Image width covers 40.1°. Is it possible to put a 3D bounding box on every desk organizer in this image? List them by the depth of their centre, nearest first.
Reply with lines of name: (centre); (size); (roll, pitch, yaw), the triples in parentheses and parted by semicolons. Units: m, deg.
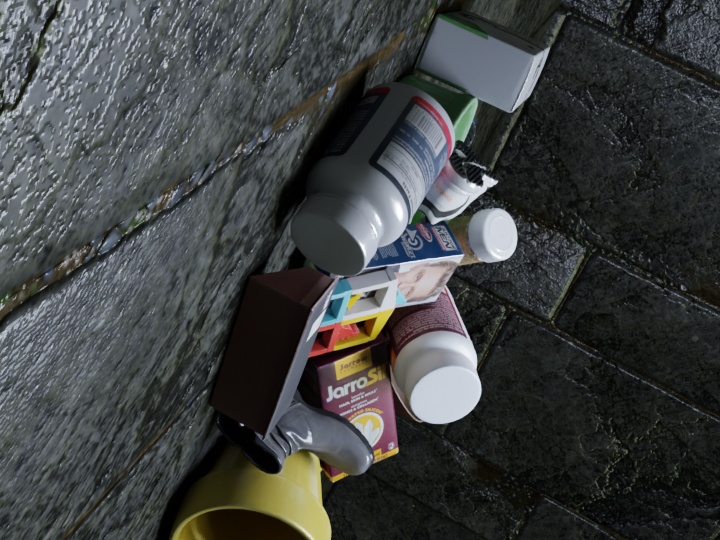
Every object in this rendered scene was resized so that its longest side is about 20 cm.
desk organizer: (-0.099, 0.083, 1.091); (0.072, 0.077, 0.201); (-51, 166, -54)

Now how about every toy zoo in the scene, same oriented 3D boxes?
toy zoo: (-0.032, 0.057, 1.204); (0.198, 0.021, 0.132); (-13, 147, -24)

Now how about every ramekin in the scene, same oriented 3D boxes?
ramekin: (0.066, -0.156, 1.297); (0.201, 0.097, 0.200); (-60, 172, -14)

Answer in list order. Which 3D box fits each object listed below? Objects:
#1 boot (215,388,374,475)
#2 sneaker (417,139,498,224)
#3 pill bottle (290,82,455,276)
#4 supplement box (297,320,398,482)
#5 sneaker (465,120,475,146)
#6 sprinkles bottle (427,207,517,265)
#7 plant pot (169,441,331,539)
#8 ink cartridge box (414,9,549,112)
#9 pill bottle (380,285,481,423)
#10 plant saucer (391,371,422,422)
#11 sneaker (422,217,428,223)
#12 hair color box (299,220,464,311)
boot: (-0.083, 0.217, 1.231); (0.070, 0.199, 0.132); (-57, 179, 27)
sneaker: (0.113, -0.107, 1.213); (0.080, 0.074, 0.200); (-48, 173, 19)
pill bottle: (0.010, -0.096, 1.055); (0.201, 0.119, 0.120); (-57, 171, -33)
supplement box: (-0.020, 0.172, 1.348); (0.110, 0.086, 0.202); (-21, 124, -22)
sneaker: (0.131, -0.201, 1.750); (0.201, 0.073, 0.082); (-55, -173, -17)
sprinkles bottle: (0.118, -0.037, 1.335); (0.199, 0.068, 0.068); (-10, -139, 51)
plant pot: (-0.129, 0.304, 1.286); (0.190, 0.199, 0.202); (-77, -172, -54)
ink cartridge box: (0.174, -0.295, 1.367); (0.085, 0.145, 0.200); (-67, 172, 22)
pill bottle: (0.091, 0.105, 1.332); (0.201, 0.113, 0.115); (-107, -145, -55)
plant saucer: (0.043, 0.134, 1.464); (0.036, 0.202, 0.200); (-21, -177, 14)
sneaker: (0.064, -0.079, 1.488); (0.076, 0.113, 0.201); (-53, 168, -47)
hair color box: (0.022, 0.000, 1.244); (0.198, 0.061, 0.100); (-9, 145, -31)
